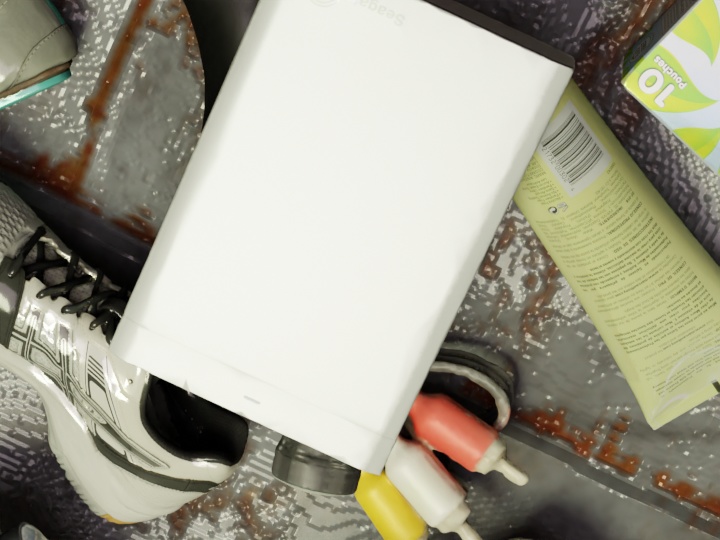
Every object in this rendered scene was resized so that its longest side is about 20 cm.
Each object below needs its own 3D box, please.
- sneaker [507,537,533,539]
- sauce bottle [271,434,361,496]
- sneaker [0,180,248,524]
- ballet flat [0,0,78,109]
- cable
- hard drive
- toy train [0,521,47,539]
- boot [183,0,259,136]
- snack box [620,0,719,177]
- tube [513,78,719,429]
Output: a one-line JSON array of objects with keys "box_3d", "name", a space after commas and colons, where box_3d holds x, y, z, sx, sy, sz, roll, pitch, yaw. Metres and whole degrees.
[{"box_3d": [0.050, 0.170, 1.199, 0.075, 0.199, 0.093, 1, 88, 47], "name": "sneaker"}, {"box_3d": [0.000, 0.000, 1.170, 0.064, 0.065, 0.201, 15, 98, 0], "name": "sauce bottle"}, {"box_3d": [-0.123, 0.023, 1.191, 0.087, 0.076, 0.200, -20, 117, 36], "name": "sneaker"}, {"box_3d": [-0.224, -0.073, 1.186, 0.199, 0.067, 0.064, -29, 99, 7], "name": "ballet flat"}, {"box_3d": [-0.008, 0.051, 1.211, 0.200, 0.050, 0.097, 38, 108, -7], "name": "cable"}, {"box_3d": [-0.010, -0.027, 1.110, 0.131, 0.026, 0.201, 24, 108, -2], "name": "hard drive"}, {"box_3d": [-0.207, 0.195, 1.199, 0.199, 0.085, 0.114, -33, 114, 12], "name": "toy train"}, {"box_3d": [-0.087, -0.136, 1.140, 0.157, 0.079, 0.212, 10, 98, -5], "name": "boot"}, {"box_3d": [0.233, -0.071, 1.148, 0.200, 0.053, 0.142, 42, 108, -8], "name": "snack box"}, {"box_3d": [0.116, -0.011, 1.174, 0.058, 0.052, 0.200, -2, 135, 48], "name": "tube"}]
